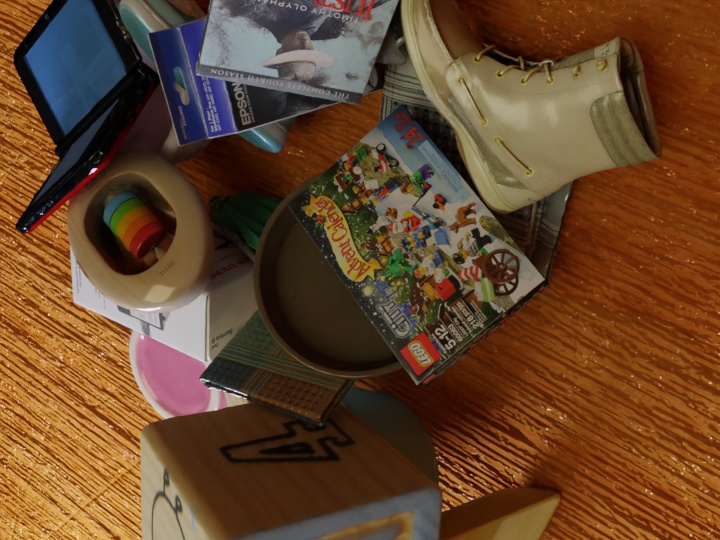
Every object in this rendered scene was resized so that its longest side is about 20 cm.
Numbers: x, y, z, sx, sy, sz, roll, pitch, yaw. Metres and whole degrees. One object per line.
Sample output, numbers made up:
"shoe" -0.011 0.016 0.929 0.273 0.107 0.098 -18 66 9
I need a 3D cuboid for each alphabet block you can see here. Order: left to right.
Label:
"alphabet block" -0.066 0.239 0.758 0.200 0.194 0.198 28 118 56

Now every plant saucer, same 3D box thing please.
"plant saucer" -0.216 0.117 1.101 0.199 0.051 0.203 15 117 31
"plant saucer" 0.000 0.000 0.812 0.197 0.029 0.203 -3 74 9
"plant saucer" 0.087 0.300 0.890 0.048 0.198 0.202 47 132 39

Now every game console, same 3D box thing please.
"game console" -0.293 -0.157 0.852 0.118 0.174 0.199 38 142 -23

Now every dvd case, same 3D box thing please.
"dvd case" -0.037 -0.222 0.679 0.201 0.144 0.022 116 153 -44

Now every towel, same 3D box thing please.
"towel" -0.043 0.058 0.864 0.145 0.200 0.022 13 135 29
"towel" 0.098 -0.097 0.798 0.198 0.034 0.195 21 120 26

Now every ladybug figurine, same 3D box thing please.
"ladybug figurine" -0.209 -0.037 0.869 0.136 0.072 0.200 -42 61 2

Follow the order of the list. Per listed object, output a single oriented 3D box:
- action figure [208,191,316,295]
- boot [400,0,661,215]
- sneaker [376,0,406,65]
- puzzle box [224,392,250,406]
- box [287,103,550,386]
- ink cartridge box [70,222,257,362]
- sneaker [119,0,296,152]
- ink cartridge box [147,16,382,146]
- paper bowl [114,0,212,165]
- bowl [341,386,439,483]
"action figure" -0.088 -0.038 0.924 0.199 0.118 0.055 28 136 33
"boot" 0.130 -0.152 0.682 0.154 0.072 0.201 -17 107 42
"sneaker" 0.035 -0.271 0.757 0.114 0.075 0.202 12 99 -4
"puzzle box" -0.101 0.166 0.989 0.025 0.133 0.202 -6 108 16
"box" 0.046 -0.023 0.763 0.136 0.038 0.201 -40 71 8
"ink cartridge box" -0.194 0.007 0.977 0.198 0.146 0.085 19 119 26
"sneaker" -0.116 -0.217 0.821 0.200 0.131 0.079 40 170 -38
"ink cartridge box" -0.078 -0.182 0.781 0.039 0.198 0.101 10 119 58
"paper bowl" -0.223 -0.208 0.931 0.199 0.104 0.203 15 117 30
"bowl" 0.008 0.208 0.921 0.200 0.104 0.204 17 109 58
